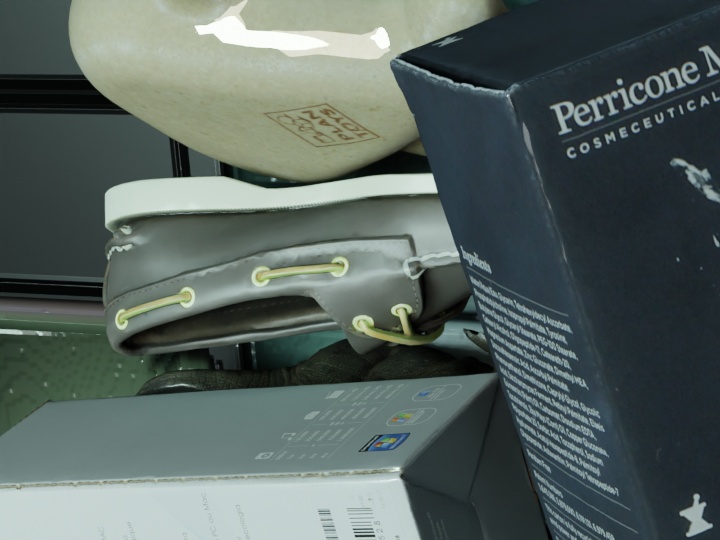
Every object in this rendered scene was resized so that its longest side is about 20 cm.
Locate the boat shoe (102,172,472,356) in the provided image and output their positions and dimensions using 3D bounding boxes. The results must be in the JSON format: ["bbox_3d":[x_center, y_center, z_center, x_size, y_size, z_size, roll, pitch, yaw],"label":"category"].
[{"bbox_3d":[0.000,0.000,1.032,0.200,0.072,0.061,-2,78,26],"label":"boat shoe"}]

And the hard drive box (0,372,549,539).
[{"bbox_3d":[-0.031,0.124,1.015,0.199,0.077,0.157,-4,112,33],"label":"hard drive box"}]

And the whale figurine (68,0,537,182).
[{"bbox_3d":[-0.007,-0.096,1.000,0.199,0.159,0.104,-1,66,46],"label":"whale figurine"}]

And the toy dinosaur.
[{"bbox_3d":[0.008,0.056,1.071,0.199,0.102,0.077,-9,109,38],"label":"toy dinosaur"}]

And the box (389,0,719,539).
[{"bbox_3d":[0.142,-0.004,0.891,0.199,0.124,0.198,-22,103,-11],"label":"box"}]
